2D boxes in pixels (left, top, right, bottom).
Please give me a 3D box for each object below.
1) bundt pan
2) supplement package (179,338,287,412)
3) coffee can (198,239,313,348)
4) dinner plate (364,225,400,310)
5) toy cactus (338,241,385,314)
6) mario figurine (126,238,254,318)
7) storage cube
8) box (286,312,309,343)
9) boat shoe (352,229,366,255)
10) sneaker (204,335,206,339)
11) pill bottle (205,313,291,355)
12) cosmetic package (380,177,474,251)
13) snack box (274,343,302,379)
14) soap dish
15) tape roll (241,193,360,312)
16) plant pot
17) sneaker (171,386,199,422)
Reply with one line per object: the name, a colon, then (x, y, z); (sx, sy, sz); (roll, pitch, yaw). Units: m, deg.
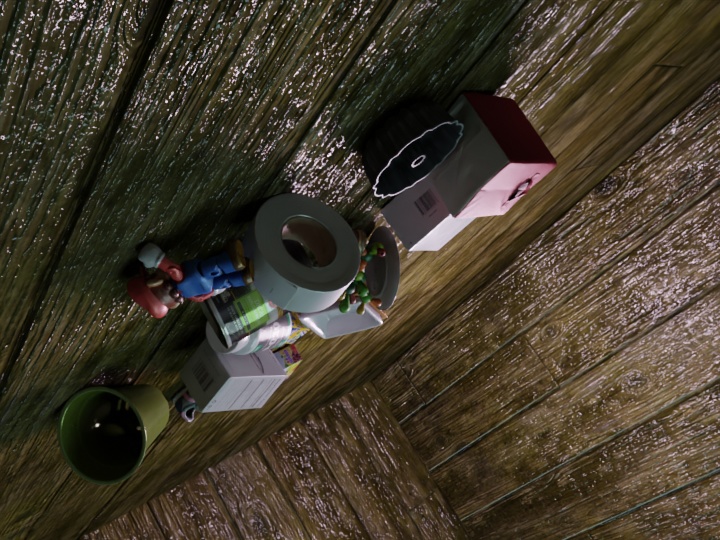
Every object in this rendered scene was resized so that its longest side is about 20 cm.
bundt pan: (0.085, -0.225, 1.187); (0.200, 0.076, 0.202); (-32, 165, -10)
supplement package: (-0.287, 0.237, 1.508); (0.118, 0.117, 0.199); (-49, 152, 17)
coffee can: (-0.194, 0.031, 1.225); (0.198, 0.147, 0.147); (-30, 165, -18)
dinner plate: (0.043, -0.005, 1.582); (0.024, 0.203, 0.201); (-2, 152, -22)
toy cactus: (0.000, 0.000, 1.544); (0.101, 0.166, 0.202); (5, 124, -22)
mario figurine: (-0.274, -0.002, 1.045); (0.197, 0.125, 0.106); (-16, -162, 3)
storage cube: (0.243, -0.227, 1.316); (0.178, 0.202, 0.171); (-9, 152, -46)
box: (-0.202, 0.143, 1.723); (0.070, 0.065, 0.200); (-36, 166, 6)
boat shoe: (-0.054, -0.041, 1.501); (0.067, 0.073, 0.200); (10, 154, -21)
sneaker: (-0.334, 0.204, 1.603); (0.098, 0.071, 0.201); (-19, 154, -34)
pill bottle: (-0.247, 0.126, 1.472); (0.113, 0.114, 0.199); (-40, 165, 20)
cosmetic package: (0.186, -0.153, 1.547); (0.199, 0.124, 0.199); (-41, 163, 21)
snack box: (-0.298, 0.327, 2.080); (0.198, 0.068, 0.169); (-23, 162, -33)
soap dish: (-0.049, 0.098, 1.710); (0.197, 0.082, 0.157); (-17, 146, 22)
tape roll: (-0.101, -0.031, 1.131); (0.201, 0.204, 0.071); (-21, 162, -42)
plant pot: (-0.510, 0.327, 1.428); (0.199, 0.201, 0.190); (-37, 178, 10)
sneaker: (-0.423, 0.327, 1.769); (0.200, 0.083, 0.070); (-44, 162, 30)
